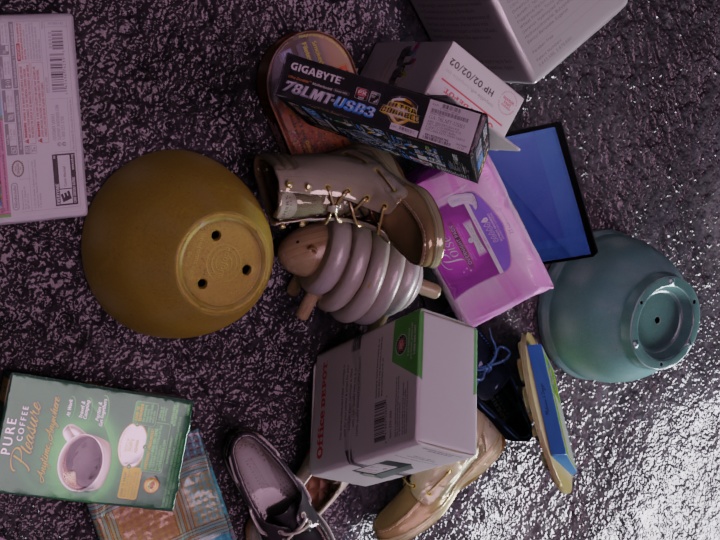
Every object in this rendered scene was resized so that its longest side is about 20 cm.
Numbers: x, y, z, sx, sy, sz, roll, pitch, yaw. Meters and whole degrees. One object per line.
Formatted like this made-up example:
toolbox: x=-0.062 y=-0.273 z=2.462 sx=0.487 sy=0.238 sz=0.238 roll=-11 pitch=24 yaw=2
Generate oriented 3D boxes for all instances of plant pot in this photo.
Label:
plant pot: x=0.345 y=0.055 z=1.547 sx=0.199 sy=0.134 sz=0.202 roll=-6 pitch=102 yaw=-28
plant pot: x=-0.167 y=-0.016 z=1.231 sx=0.199 sy=0.142 sz=0.202 roll=-6 pitch=102 yaw=-28

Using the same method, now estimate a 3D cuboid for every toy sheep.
toy sheep: x=0.000 y=0.000 z=1.342 sx=0.199 sy=0.138 sz=0.139 roll=15 pitch=91 yaw=-28

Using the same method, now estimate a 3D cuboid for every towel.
towel: x=-0.212 y=0.288 z=1.331 sx=0.146 sy=0.022 sz=0.201 roll=-24 pitch=110 yaw=-25

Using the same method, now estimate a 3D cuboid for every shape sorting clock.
shape sorting clock: x=0.226 y=0.175 z=1.486 sx=0.039 sy=0.200 sz=0.201 roll=-14 pitch=110 yaw=11

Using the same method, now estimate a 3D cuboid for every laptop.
laptop: x=0.156 y=-0.058 z=1.434 sx=0.199 sy=0.103 sz=0.178 roll=-29 pitch=112 yaw=-23

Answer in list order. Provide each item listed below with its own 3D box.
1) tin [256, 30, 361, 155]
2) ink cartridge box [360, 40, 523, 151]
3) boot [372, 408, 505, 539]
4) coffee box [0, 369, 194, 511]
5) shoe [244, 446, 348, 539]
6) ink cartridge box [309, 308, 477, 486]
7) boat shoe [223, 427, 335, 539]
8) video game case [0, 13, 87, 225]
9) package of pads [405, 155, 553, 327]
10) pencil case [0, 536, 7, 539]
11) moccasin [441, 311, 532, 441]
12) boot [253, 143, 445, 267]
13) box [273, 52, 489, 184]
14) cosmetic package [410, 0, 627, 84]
tin: x=-0.043 y=-0.166 z=1.338 sx=0.111 sy=0.042 sz=0.201 roll=-29 pitch=112 yaw=-19
ink cartridge box: x=0.093 y=-0.190 z=1.317 sx=0.115 sy=0.200 sz=0.068 roll=32 pitch=83 yaw=-31
boot: x=0.062 y=0.216 z=1.449 sx=0.200 sy=0.073 sz=0.156 roll=-41 pitch=112 yaw=-9
coffee box: x=-0.279 y=0.176 z=1.247 sx=0.199 sy=0.044 sz=0.124 roll=11 pitch=88 yaw=-27
shoe: x=-0.048 y=0.251 z=1.400 sx=0.200 sy=0.053 sz=0.070 roll=-47 pitch=118 yaw=-15
ink cartridge box: x=0.033 y=0.144 z=1.323 sx=0.084 sy=0.200 sz=0.147 roll=17 pitch=64 yaw=-31
boat shoe: x=-0.085 y=0.262 z=1.330 sx=0.074 sy=0.060 sz=0.201 roll=-28 pitch=85 yaw=-12
video game case: x=-0.360 y=-0.143 z=1.167 sx=0.181 sy=0.022 sz=0.202 roll=-8 pitch=104 yaw=-29
package of pads: x=0.127 y=-0.040 z=1.392 sx=0.120 sy=0.076 sz=0.201 roll=-28 pitch=110 yaw=5
pencil case: x=-0.417 y=0.277 z=1.174 sx=0.200 sy=0.087 sz=0.088 roll=35 pitch=81 yaw=-29
moccasin: x=0.161 y=0.129 z=1.491 sx=0.081 sy=0.068 sz=0.200 roll=-46 pitch=118 yaw=-15
boot: x=-0.014 y=-0.065 z=1.247 sx=0.154 sy=0.200 sz=0.072 roll=-6 pitch=129 yaw=-28
box: x=0.029 y=-0.148 z=1.202 sx=0.197 sy=0.200 sz=0.050 roll=21 pitch=90 yaw=8
cosmetic package: x=0.157 y=-0.337 z=1.348 sx=0.165 sy=0.165 sz=0.201 roll=-40 pitch=117 yaw=-18
